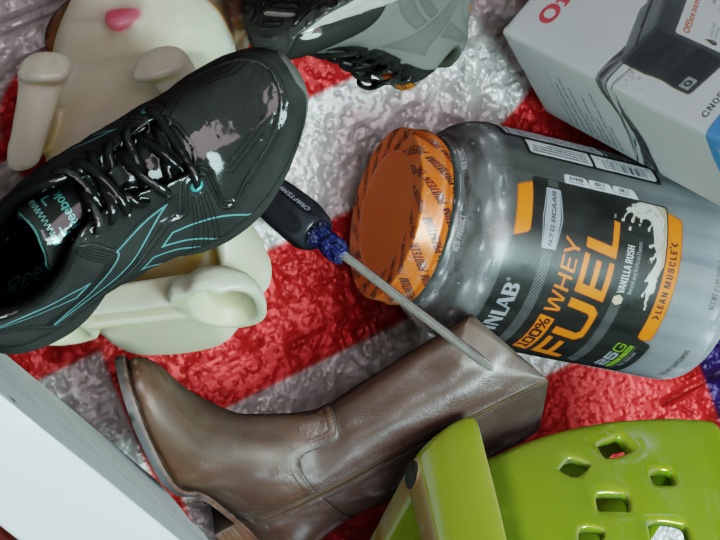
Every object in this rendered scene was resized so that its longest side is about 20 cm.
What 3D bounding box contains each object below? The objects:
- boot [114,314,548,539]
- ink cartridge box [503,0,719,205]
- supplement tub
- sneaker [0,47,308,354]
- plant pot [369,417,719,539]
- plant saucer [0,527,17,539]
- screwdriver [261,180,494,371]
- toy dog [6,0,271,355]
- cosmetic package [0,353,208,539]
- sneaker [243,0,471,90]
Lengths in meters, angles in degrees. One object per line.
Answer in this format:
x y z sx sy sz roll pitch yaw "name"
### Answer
-0.009 0.065 1.169 0.199 0.064 0.187 -26 137 9 "boot"
0.201 -0.124 1.202 0.145 0.200 0.084 -49 140 -10 "ink cartridge box"
0.102 -0.013 1.241 0.199 0.122 0.123 11 89 -22 "supplement tub"
-0.107 -0.029 1.005 0.200 0.079 0.076 -40 80 6 "sneaker"
0.098 0.203 1.176 0.180 0.200 0.201 9 133 -20 "plant pot"
-0.249 0.168 1.084 0.199 0.037 0.200 42 102 14 "plant saucer"
0.000 0.000 1.172 0.029 0.200 0.028 9 113 -46 "screwdriver"
-0.102 -0.065 1.137 0.139 0.194 0.201 -8 77 20 "toy dog"
-0.147 0.099 1.059 0.052 0.151 0.200 -49 124 -5 "cosmetic package"
0.009 -0.131 1.185 0.200 0.074 0.080 -23 115 -56 "sneaker"
